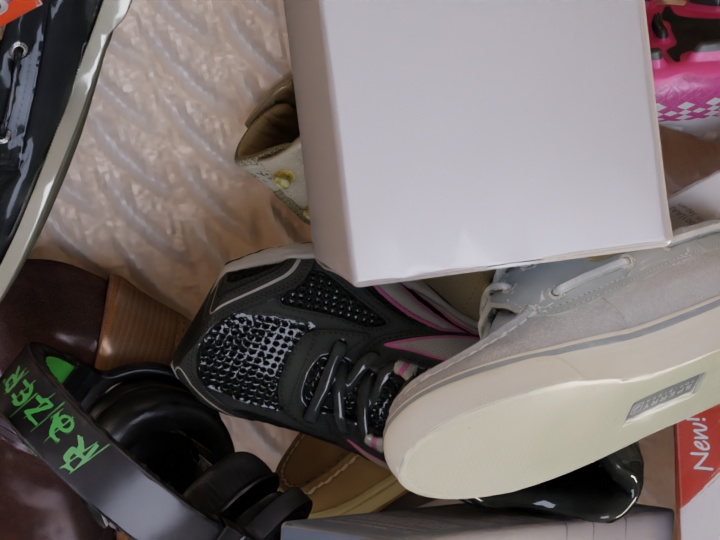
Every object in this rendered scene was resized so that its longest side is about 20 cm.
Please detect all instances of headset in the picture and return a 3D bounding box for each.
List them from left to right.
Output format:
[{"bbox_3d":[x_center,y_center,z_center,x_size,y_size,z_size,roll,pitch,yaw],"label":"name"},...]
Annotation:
[{"bbox_3d":[-0.075,0.101,1.185,0.094,0.123,0.200,-51,138,5],"label":"headset"}]

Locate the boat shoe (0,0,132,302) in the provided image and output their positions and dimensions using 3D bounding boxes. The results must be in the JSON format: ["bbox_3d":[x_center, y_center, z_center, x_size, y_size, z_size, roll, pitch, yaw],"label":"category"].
[{"bbox_3d":[-0.134,-0.078,1.162,0.066,0.075,0.200,21,109,-6],"label":"boat shoe"}]

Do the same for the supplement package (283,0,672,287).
[{"bbox_3d":[0.035,-0.103,1.114,0.121,0.120,0.200,-7,95,-8],"label":"supplement package"}]

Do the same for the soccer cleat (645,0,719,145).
[{"bbox_3d":[0.164,-0.070,1.226,0.200,0.070,0.086,-8,121,-6],"label":"soccer cleat"}]

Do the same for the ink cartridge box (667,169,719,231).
[{"bbox_3d":[0.231,-0.020,1.218,0.176,0.045,0.200,-27,133,37],"label":"ink cartridge box"}]

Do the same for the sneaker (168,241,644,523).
[{"bbox_3d":[0.028,0.049,1.179,0.200,0.086,0.080,12,109,-17],"label":"sneaker"}]

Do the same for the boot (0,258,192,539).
[{"bbox_3d":[-0.162,0.079,1.262,0.166,0.072,0.200,18,112,-12],"label":"boot"}]

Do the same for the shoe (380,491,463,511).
[{"bbox_3d":[0.008,0.140,1.316,0.200,0.071,0.091,-24,115,-1],"label":"shoe"}]

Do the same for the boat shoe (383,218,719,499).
[{"bbox_3d":[0.080,0.028,1.140,0.201,0.072,0.070,-17,148,-34],"label":"boat shoe"}]

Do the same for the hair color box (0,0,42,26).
[{"bbox_3d":[-0.226,-0.101,1.107,0.200,0.111,0.064,-28,135,7],"label":"hair color box"}]

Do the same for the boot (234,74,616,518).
[{"bbox_3d":[0.000,0.000,1.236,0.155,0.072,0.200,38,102,-27],"label":"boot"}]

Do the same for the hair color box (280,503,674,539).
[{"bbox_3d":[0.048,0.146,1.198,0.200,0.061,0.099,1,93,-53],"label":"hair color box"}]

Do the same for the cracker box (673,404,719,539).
[{"bbox_3d":[0.233,0.116,1.250,0.200,0.058,0.134,-3,93,10],"label":"cracker box"}]
